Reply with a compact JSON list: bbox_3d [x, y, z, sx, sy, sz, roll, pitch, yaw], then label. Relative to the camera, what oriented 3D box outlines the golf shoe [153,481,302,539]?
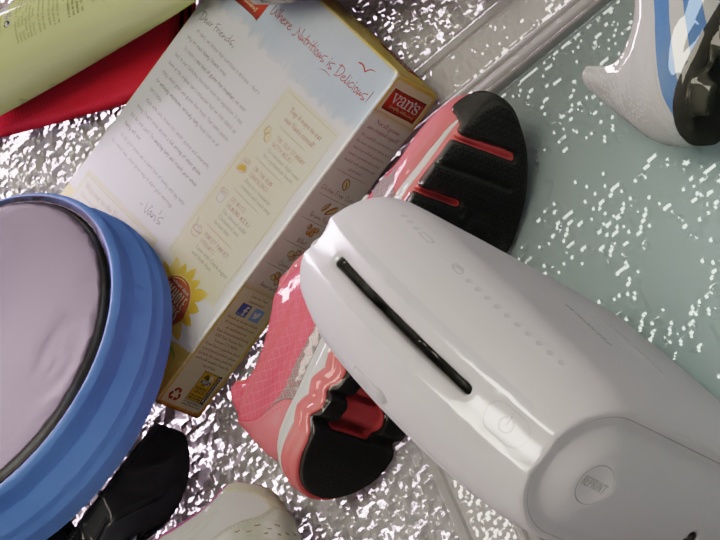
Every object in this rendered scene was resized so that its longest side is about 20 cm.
[{"bbox_3d":[-0.095,0.177,1.223,0.200,0.075,0.092,-40,32,21],"label":"golf shoe"}]

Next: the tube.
[{"bbox_3d":[-0.130,-0.135,1.351,0.200,0.052,0.058,-25,73,29],"label":"tube"}]

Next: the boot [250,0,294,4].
[{"bbox_3d":[0.023,-0.217,1.285,0.144,0.072,0.201,-4,56,16],"label":"boot"}]

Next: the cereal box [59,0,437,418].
[{"bbox_3d":[-0.067,-0.048,1.297,0.200,0.039,0.144,-52,48,10],"label":"cereal box"}]

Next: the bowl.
[{"bbox_3d":[-0.181,0.051,1.267,0.200,0.039,0.201,-22,47,26],"label":"bowl"}]

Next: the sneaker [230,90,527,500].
[{"bbox_3d":[0.000,0.000,1.204,0.087,0.074,0.201,31,93,43],"label":"sneaker"}]

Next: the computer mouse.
[{"bbox_3d":[-0.125,0.136,1.207,0.059,0.034,0.200,-51,1,40],"label":"computer mouse"}]

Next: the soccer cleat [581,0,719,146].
[{"bbox_3d":[0.158,-0.152,1.139,0.086,0.070,0.200,25,90,41],"label":"soccer cleat"}]

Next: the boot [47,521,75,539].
[{"bbox_3d":[-0.234,0.158,1.329,0.198,0.073,0.163,41,100,43],"label":"boot"}]

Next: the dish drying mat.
[{"bbox_3d":[-0.169,-0.111,1.418,0.200,0.018,0.077,-12,65,36],"label":"dish drying mat"}]

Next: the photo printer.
[{"bbox_3d":[0.074,0.050,1.041,0.070,0.200,0.166,-53,49,9],"label":"photo printer"}]
